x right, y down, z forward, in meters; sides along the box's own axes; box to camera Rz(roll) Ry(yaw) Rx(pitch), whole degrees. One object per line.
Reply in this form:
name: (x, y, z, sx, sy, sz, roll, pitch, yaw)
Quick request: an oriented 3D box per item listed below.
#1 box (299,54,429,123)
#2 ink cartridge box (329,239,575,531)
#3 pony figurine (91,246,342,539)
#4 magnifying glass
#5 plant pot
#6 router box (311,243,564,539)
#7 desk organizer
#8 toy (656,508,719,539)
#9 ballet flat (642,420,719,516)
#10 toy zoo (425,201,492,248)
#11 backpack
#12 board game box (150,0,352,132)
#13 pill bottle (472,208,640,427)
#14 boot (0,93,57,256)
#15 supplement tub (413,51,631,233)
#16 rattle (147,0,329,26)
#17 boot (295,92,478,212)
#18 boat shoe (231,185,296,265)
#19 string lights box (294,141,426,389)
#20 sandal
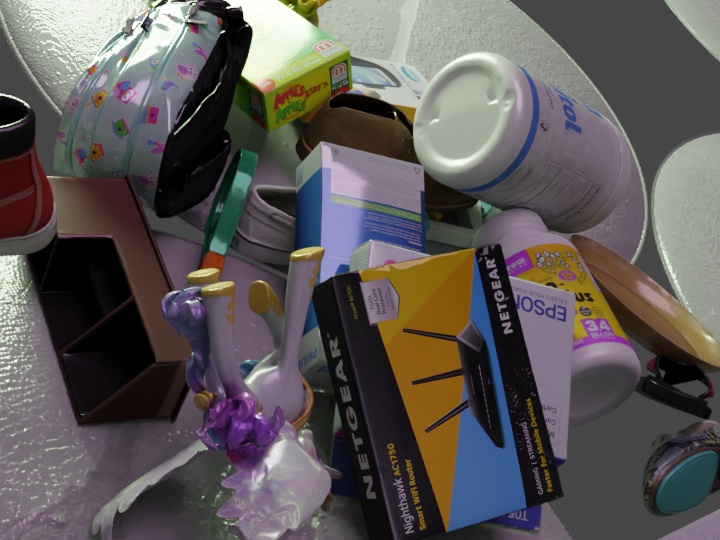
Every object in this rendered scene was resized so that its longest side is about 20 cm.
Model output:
box: (0.011, -0.188, 1.366, 0.200, 0.042, 0.119, 3, 33, -29)
ink cartridge box: (0.078, 0.093, 1.026, 0.196, 0.043, 0.200, 14, 68, -22)
pony figurine: (-0.079, 0.100, 0.876, 0.166, 0.200, 0.193, 1, 14, 34)
magnifying glass: (-0.120, -0.024, 1.086, 0.022, 0.080, 0.200, 23, 48, -13)
plant pot: (0.279, 0.038, 1.274, 0.200, 0.028, 0.200, 34, 17, -12)
router box: (0.058, 0.091, 0.964, 0.149, 0.051, 0.200, -11, 84, -26)
desk organizer: (-0.194, 0.018, 0.980, 0.077, 0.072, 0.200, -1, 47, -32)
toy: (0.303, 0.262, 1.059, 0.200, 0.047, 0.115, -12, 57, -38)
ballet flat: (0.301, 0.171, 1.160, 0.200, 0.074, 0.074, -6, 50, -41)
toy zoo: (0.048, -0.084, 1.303, 0.200, 0.020, 0.131, 11, 41, -24)
backpack: (-0.179, -0.137, 1.117, 0.126, 0.167, 0.200, 15, 40, 5)
board game box: (-0.109, -0.220, 1.258, 0.102, 0.048, 0.200, -31, 51, -24)
pill bottle: (0.171, 0.037, 1.179, 0.104, 0.104, 0.200, 5, 43, -30)
boot: (-0.321, -0.066, 0.893, 0.200, 0.144, 0.072, -10, 53, -11)
supplement tub: (0.158, -0.120, 1.245, 0.200, 0.132, 0.132, 17, 35, -46)
rattle: (-0.118, -0.317, 1.367, 0.200, 0.143, 0.130, 24, 55, -18)
boot: (0.042, -0.114, 1.254, 0.200, 0.076, 0.074, 16, 35, -24)
boat shoe: (-0.021, -0.042, 1.170, 0.200, 0.066, 0.072, 10, 41, -26)
string lights box: (0.000, 0.000, 1.084, 0.103, 0.059, 0.200, 12, 63, -24)
sandal: (0.287, 0.102, 1.155, 0.075, 0.045, 0.200, 20, -1, 12)
